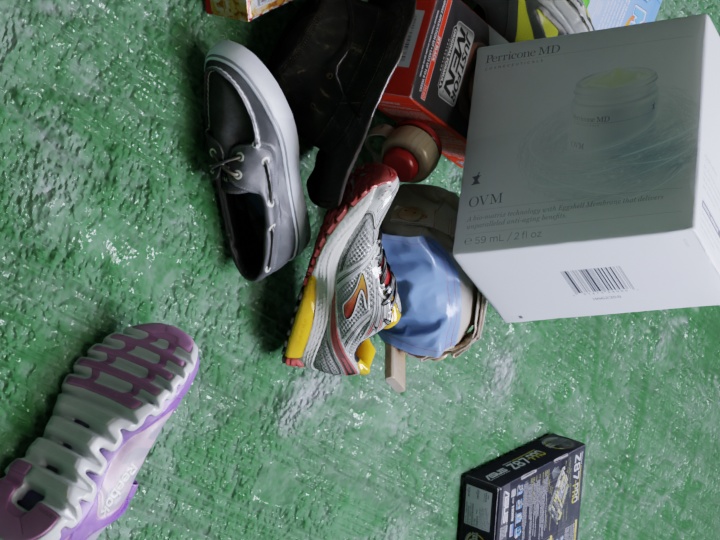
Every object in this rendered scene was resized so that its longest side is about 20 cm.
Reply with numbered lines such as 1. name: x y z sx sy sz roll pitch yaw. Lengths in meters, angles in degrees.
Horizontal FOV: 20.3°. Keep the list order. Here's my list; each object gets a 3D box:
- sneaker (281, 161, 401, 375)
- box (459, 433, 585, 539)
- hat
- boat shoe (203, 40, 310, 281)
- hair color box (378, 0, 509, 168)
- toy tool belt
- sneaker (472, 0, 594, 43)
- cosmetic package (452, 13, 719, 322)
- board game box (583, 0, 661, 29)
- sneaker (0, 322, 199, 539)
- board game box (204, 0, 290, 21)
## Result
1. sneaker: 0.000 0.000 1.578 0.078 0.082 0.201 -73 -179 -51
2. box: 0.157 0.278 1.980 0.161 0.049 0.201 -18 116 -48
3. hat: -0.028 -0.151 1.523 0.081 0.201 0.202 18 87 -14
4. boat shoe: -0.084 -0.077 1.503 0.057 0.068 0.201 -46 138 -33
5. hair color box: 0.076 -0.160 1.685 0.200 0.061 0.102 28 75 -57
6. toy tool belt: 0.037 -0.009 1.648 0.123 0.124 0.201 -51 138 -42
7. sneaker: 0.143 -0.223 1.738 0.200 0.084 0.075 49 21 -36
8. cosmetic package: 0.194 -0.081 1.607 0.123 0.198 0.201 49 42 -50
9. board game box: 0.218 -0.263 1.871 0.200 0.036 0.152 32 77 -52
10. sneaker: -0.184 0.129 1.441 0.200 0.080 0.089 -53 146 -20
11. board game box: -0.058 -0.302 1.469 0.151 0.046 0.201 -32 127 -44
